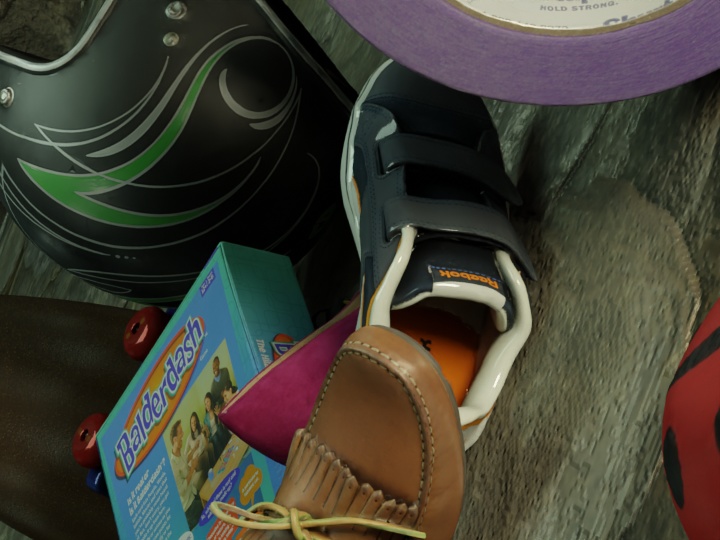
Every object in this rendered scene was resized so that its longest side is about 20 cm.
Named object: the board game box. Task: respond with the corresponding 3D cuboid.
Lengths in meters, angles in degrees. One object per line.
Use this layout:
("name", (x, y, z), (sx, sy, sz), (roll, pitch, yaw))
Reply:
("board game box", (-0.062, 0.110, 0.936), (0.152, 0.045, 0.200), (-55, 39, 33))

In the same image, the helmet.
("helmet", (-0.108, -0.075, 1.084), (0.191, 0.200, 0.200), (-40, 21, 6))

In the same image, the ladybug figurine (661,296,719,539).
("ladybug figurine", (0.132, 0.017, 0.450), (0.200, 0.072, 0.136), (-52, 11, 47))

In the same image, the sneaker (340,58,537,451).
("sneaker", (0.035, -0.011, 0.822), (0.079, 0.078, 0.200), (133, 141, -64))

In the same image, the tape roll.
("tape roll", (0.071, -0.153, 0.655), (0.200, 0.200, 0.066), (-56, 20, 39))

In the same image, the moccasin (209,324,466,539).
("moccasin", (-0.015, 0.110, 0.760), (0.078, 0.074, 0.201), (-23, -36, -47))

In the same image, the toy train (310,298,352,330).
("toy train", (-0.043, 0.096, 0.995), (0.200, 0.046, 0.034), (-62, 18, 25))

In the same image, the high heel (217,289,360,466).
("high heel", (0.000, 0.000, 0.883), (0.067, 0.096, 0.200), (-47, 27, 52))

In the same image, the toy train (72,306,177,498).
("toy train", (-0.079, 0.054, 1.131), (0.116, 0.085, 0.200), (13, 75, 58))

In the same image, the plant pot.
("plant pot", (-0.224, 0.093, 1.311), (0.187, 0.200, 0.187), (-160, 90, -74))
